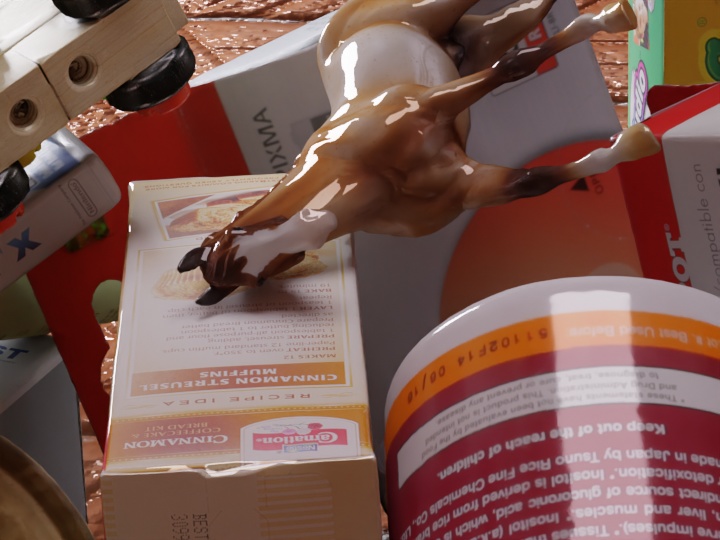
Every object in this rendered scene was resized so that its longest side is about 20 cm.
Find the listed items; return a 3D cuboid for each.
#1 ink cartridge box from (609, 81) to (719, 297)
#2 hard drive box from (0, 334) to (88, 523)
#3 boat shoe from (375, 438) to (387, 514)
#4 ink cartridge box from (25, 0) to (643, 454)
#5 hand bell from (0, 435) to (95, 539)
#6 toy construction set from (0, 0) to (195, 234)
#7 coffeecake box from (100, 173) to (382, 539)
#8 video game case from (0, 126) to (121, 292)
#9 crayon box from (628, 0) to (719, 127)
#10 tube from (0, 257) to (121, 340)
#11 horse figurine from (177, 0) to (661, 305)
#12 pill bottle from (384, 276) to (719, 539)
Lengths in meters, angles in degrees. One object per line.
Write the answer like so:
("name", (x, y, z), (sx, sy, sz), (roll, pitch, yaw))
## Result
("ink cartridge box", (0.144, 0.006, 0.769), (0.067, 0.117, 0.200), (-25, 16, -37))
("hard drive box", (-0.203, 0.085, 0.909), (0.155, 0.077, 0.200), (7, 25, 20))
("boat shoe", (0.080, 0.092, 0.845), (0.068, 0.057, 0.200), (-27, 27, -30))
("ink cartridge box", (0.000, 0.000, 0.920), (0.199, 0.163, 0.050), (-27, 15, -19))
("hand bell", (-0.159, 0.120, 0.709), (0.200, 0.104, 0.104), (-32, 0, 40))
("toy construction set", (-0.125, -0.069, 0.835), (0.200, 0.092, 0.131), (-50, 35, -9))
("coffeecake box", (-0.030, 0.079, 0.807), (0.073, 0.154, 0.200), (-4, 23, -1))
("video game case", (-0.187, -0.008, 0.899), (0.182, 0.022, 0.200), (-38, 33, -9))
("crayon box", (0.186, -0.047, 1.019), (0.172, 0.201, 0.058), (-7, 24, -10))
("tube", (-0.109, 0.000, 0.945), (0.199, 0.058, 0.052), (-15, 64, -41))
("horse figurine", (0.026, -0.061, 0.828), (0.132, 0.050, 0.200), (-23, 29, 21))
("pill bottle", (0.064, 0.111, 0.696), (0.112, 0.113, 0.201), (-2, 54, 0))
